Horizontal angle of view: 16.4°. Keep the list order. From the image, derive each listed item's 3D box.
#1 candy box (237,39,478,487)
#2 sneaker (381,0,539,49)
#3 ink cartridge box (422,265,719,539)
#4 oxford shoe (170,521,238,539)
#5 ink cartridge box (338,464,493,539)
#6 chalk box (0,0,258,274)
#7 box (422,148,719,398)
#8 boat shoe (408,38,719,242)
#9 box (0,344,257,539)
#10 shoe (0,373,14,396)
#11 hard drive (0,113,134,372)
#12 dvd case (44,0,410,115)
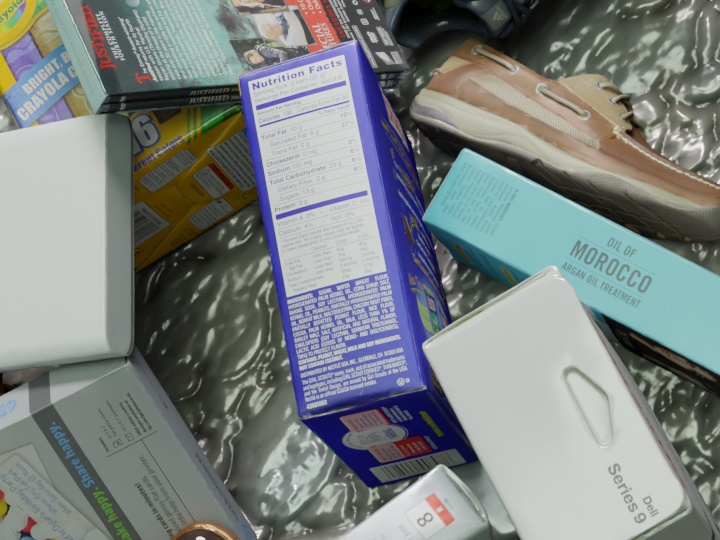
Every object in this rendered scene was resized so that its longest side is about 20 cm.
[{"bbox_3d":[0.000,0.000,1.374,0.077,0.169,0.201,-13,70,8],"label":"candy box"},{"bbox_3d":[0.095,-0.175,1.427,0.200,0.074,0.081,-16,51,36],"label":"sneaker"},{"bbox_3d":[0.117,0.099,1.295,0.084,0.200,0.146,-30,68,5],"label":"ink cartridge box"},{"bbox_3d":[-0.116,0.230,1.349,0.071,0.073,0.200,20,84,10],"label":"oxford shoe"},{"bbox_3d":[-0.016,0.199,1.303,0.200,0.162,0.050,-38,67,-12],"label":"ink cartridge box"},{"bbox_3d":[-0.144,-0.123,1.475,0.124,0.124,0.200,-30,70,5],"label":"chalk box"},{"bbox_3d":[0.137,0.006,1.383,0.200,0.082,0.049,28,84,21],"label":"box"},{"bbox_3d":[0.125,-0.078,1.417,0.200,0.076,0.072,25,79,19],"label":"boat shoe"},{"bbox_3d":[-0.179,0.145,1.395,0.200,0.156,0.041,-26,27,6],"label":"box"},{"bbox_3d":[-0.228,0.075,1.466,0.200,0.071,0.091,17,77,18],"label":"shoe"},{"bbox_3d":[-0.210,-0.008,1.398,0.200,0.026,0.132,-8,78,34],"label":"hard drive"},{"bbox_3d":[-0.084,-0.156,1.405,0.200,0.022,0.146,-8,60,-35],"label":"dvd case"}]
